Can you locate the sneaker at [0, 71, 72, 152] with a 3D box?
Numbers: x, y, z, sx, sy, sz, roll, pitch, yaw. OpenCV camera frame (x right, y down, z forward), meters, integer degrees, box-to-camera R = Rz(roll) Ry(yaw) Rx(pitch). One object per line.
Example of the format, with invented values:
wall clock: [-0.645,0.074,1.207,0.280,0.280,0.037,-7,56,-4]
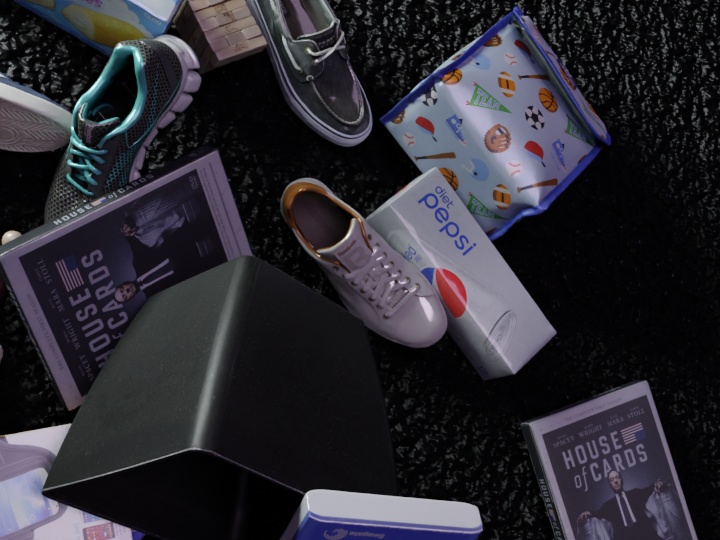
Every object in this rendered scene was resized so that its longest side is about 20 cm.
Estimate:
sneaker: [-0.327,-0.165,0.873,0.199,0.075,0.085,19,53,-27]

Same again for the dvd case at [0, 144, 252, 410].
dvd case: [-0.184,0.005,0.883,0.199,0.025,0.151,-31,122,-26]

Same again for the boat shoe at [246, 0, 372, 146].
boat shoe: [-0.048,-0.210,0.997,0.072,0.071,0.201,-34,94,-25]

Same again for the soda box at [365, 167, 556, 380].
soda box: [0.096,0.006,1.017,0.068,0.063,0.200,-38,95,-24]

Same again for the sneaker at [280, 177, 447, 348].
sneaker: [0.000,0.000,0.959,0.200,0.085,0.073,43,93,-5]

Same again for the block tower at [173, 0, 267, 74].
block tower: [-0.160,-0.278,0.974,0.054,0.058,0.201,-26,88,-25]

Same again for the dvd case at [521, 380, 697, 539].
dvd case: [0.252,0.226,1.051,0.150,0.025,0.201,-15,86,-25]

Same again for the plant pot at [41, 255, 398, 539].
plant pot: [-0.094,0.108,0.833,0.200,0.199,0.178,33,52,-35]

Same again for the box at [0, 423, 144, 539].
box: [-0.264,0.187,0.840,0.199,0.041,0.120,-8,82,-22]

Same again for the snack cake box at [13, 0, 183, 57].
snack cake box: [-0.248,-0.263,0.899,0.199,0.115,0.067,30,69,-14]

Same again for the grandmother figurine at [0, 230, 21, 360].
grandmother figurine: [-0.327,-0.004,0.847,0.121,0.061,0.201,-14,87,3]

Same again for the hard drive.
hard drive: [-0.010,0.234,0.793,0.131,0.200,0.025,10,43,-20]

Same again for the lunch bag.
lunch bag: [0.150,-0.153,1.047,0.200,0.124,0.170,-41,96,-38]

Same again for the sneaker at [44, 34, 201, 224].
sneaker: [-0.211,-0.107,0.862,0.077,0.091,0.201,31,100,11]
